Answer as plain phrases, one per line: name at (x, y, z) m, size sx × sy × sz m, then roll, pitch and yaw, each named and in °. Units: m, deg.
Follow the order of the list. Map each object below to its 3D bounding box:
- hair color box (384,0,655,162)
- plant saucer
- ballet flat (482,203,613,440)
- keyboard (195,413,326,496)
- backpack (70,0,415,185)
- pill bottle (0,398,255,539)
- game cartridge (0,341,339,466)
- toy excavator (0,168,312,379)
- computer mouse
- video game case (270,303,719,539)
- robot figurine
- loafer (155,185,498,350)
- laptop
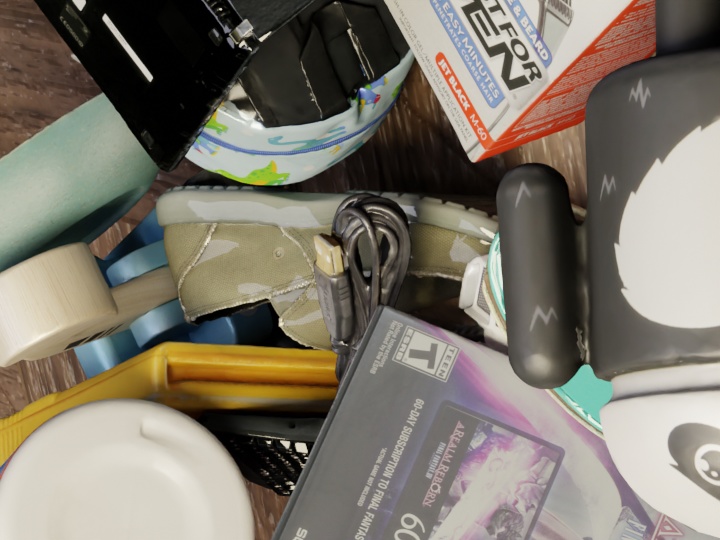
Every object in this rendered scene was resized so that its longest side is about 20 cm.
hair color box at (0.079, -0.136, 1.025) m, size 0.111 × 0.064 × 0.200 m, roll 62°, pitch 148°, yaw 12°
plant saucer at (-0.153, -0.023, 1.264) m, size 0.039 × 0.201 × 0.201 m, roll 53°, pitch 148°, yaw 3°
ballet flat at (0.124, 0.046, 1.020) m, size 0.200 × 0.062 × 0.067 m, roll 44°, pitch 108°, yaw -1°
keyboard at (-0.014, 0.098, 1.235) m, size 0.200 × 0.104 × 0.040 m, roll 58°, pitch -147°, yaw -77°
backpack at (-0.058, -0.135, 1.170) m, size 0.200 × 0.163 × 0.154 m, roll 47°, pitch 153°, yaw 19°
pill bottle at (-0.121, 0.128, 1.190) m, size 0.112 × 0.112 × 0.200 m, roll 64°, pitch 160°, yaw 7°
game cartridge at (-0.057, 0.068, 1.267) m, size 0.200 × 0.176 × 0.033 m, roll -21°, pitch 69°, yaw 59°
toy excavator at (-0.109, 0.020, 1.285) m, size 0.100 × 0.200 × 0.194 m, roll 63°, pitch 149°, yaw 7°
computer mouse at (0.079, 0.020, 1.089) m, size 0.200 × 0.044 × 0.110 m, roll 3°, pitch 121°, yaw 21°
video game case at (0.070, 0.114, 1.047) m, size 0.200 × 0.143 × 0.019 m, roll 22°, pitch 162°, yaw 9°
robot figurine at (0.139, -0.007, 0.925) m, size 0.150 × 0.125 × 0.200 m, roll -9°, pitch 79°, yaw 48°
loafer at (0.000, 0.000, 1.177) m, size 0.200 × 0.075 × 0.070 m, roll 3°, pitch 92°, yaw 34°
laptop at (-0.067, -0.166, 1.062) m, size 0.177 × 0.103 × 0.200 m, roll 53°, pitch 153°, yaw 6°
